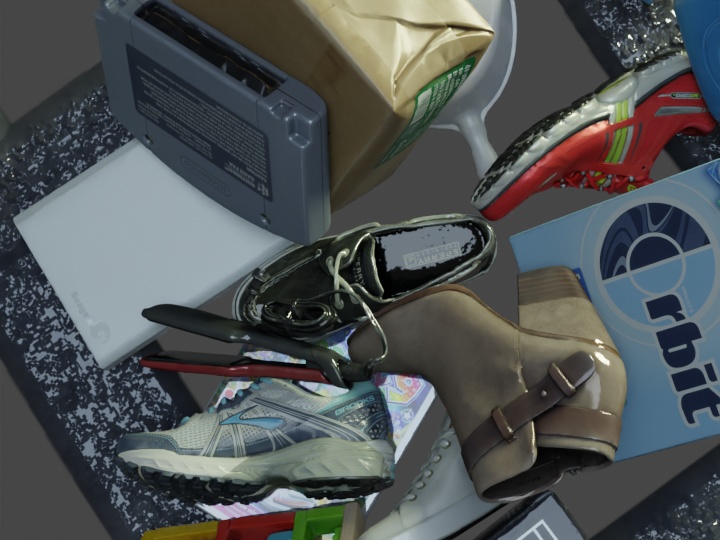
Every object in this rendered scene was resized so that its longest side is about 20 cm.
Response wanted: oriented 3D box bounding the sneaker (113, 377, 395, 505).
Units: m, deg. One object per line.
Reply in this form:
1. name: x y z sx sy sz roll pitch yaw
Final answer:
1. sneaker: -0.074 0.116 1.068 0.197 0.078 0.087 -1 67 1

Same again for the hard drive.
1. hard drive: -0.140 -0.037 1.119 0.199 0.026 0.133 -33 83 -1

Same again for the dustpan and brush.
1. dustpan and brush: 0.067 -0.135 1.108 0.138 0.057 0.202 -24 77 13

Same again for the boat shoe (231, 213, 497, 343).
1. boat shoe: 0.000 0.000 1.069 0.198 0.064 0.072 -19 83 2

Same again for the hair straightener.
1. hair straightener: -0.068 0.038 1.039 0.198 0.041 0.078 6 100 31

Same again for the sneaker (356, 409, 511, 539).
1. sneaker: 0.062 0.138 1.050 0.199 0.073 0.085 -28 79 -28

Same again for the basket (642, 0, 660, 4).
1. basket: 0.177 -0.289 1.049 0.200 0.176 0.139 45 85 -3

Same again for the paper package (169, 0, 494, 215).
1. paper package: -0.032 -0.155 1.027 0.103 0.200 0.191 -39 85 -28

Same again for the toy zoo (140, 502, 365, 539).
1. toy zoo: -0.098 0.227 1.035 0.198 0.021 0.132 -10 39 18

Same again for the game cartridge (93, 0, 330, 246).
1. game cartridge: -0.099 -0.104 1.034 0.199 0.134 0.042 34 62 25

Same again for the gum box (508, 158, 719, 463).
1. gum box: 0.216 0.025 1.007 0.198 0.044 0.172 -20 88 33

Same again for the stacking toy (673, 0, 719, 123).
1. stacking toy: 0.328 -0.184 1.061 0.199 0.116 0.111 -30 103 -29

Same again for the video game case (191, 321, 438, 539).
1. video game case: -0.034 0.105 1.102 0.142 0.018 0.201 31 87 6

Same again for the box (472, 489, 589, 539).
1. box: 0.109 0.285 1.022 0.198 0.123 0.201 -37 82 -1

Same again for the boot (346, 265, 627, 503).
1. boot: 0.080 0.083 1.003 0.198 0.070 0.148 -21 54 26

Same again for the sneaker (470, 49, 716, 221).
1. sneaker: 0.172 -0.082 1.069 0.199 0.077 0.086 -31 95 -12
